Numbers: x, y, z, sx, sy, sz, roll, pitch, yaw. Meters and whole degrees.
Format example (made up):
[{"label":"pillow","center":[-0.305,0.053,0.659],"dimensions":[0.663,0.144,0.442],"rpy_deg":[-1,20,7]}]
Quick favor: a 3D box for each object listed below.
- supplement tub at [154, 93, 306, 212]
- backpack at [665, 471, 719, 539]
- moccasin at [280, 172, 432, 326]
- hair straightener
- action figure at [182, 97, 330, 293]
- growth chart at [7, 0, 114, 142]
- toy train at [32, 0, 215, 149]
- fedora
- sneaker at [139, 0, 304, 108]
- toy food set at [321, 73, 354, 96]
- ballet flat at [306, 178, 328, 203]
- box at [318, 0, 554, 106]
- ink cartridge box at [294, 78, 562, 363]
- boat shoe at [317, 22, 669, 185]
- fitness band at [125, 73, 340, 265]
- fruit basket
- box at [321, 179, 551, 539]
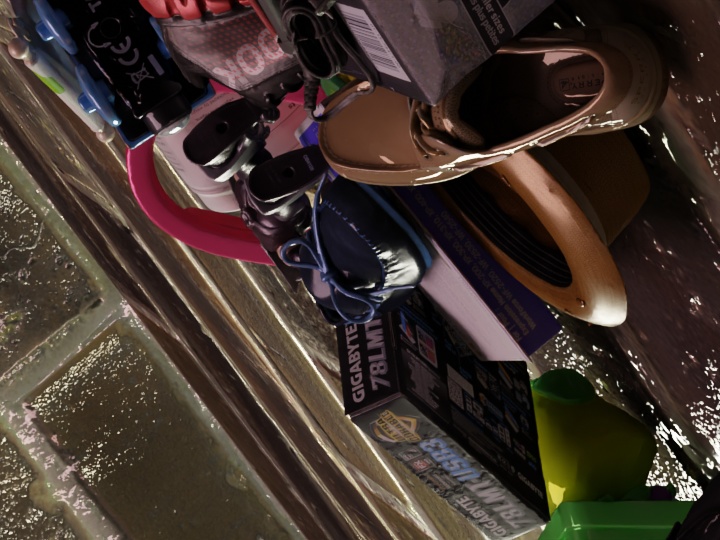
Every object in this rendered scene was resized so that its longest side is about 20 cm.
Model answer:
[{"label":"supplement tub","center":[-0.113,-0.156,1.751],"dimensions":[0.200,0.132,0.132],"rpy_deg":[55,168,-26]},{"label":"backpack","center":[0.247,0.130,1.293],"dimensions":[0.154,0.163,0.200],"rpy_deg":[37,159,17]},{"label":"moccasin","center":[0.000,0.000,1.472],"dimensions":[0.080,0.068,0.200],"rpy_deg":[49,173,17]},{"label":"hair straightener","center":[-0.041,-0.130,1.186],"dimensions":[0.077,0.041,0.200],"rpy_deg":[39,165,38]},{"label":"action figure","center":[-0.053,-0.053,1.571],"dimensions":[0.130,0.069,0.200],"rpy_deg":[49,177,10]},{"label":"growth chart","center":[-0.219,-0.171,1.676],"dimensions":[0.145,0.018,0.200],"rpy_deg":[49,-170,-48]},{"label":"toy train","center":[-0.170,-0.173,1.602],"dimensions":[0.200,0.087,0.114],"rpy_deg":[56,-179,-2]},{"label":"fedora","center":[0.098,-0.060,1.368],"dimensions":[0.201,0.082,0.201],"rpy_deg":[47,169,12]},{"label":"sneaker","center":[-0.034,-0.144,1.442],"dimensions":[0.200,0.071,0.098],"rpy_deg":[-1,118,29]},{"label":"toy food set","center":[0.057,-0.074,1.574],"dimensions":[0.200,0.049,0.198],"rpy_deg":[50,169,-6]},{"label":"ballet flat","center":[-0.075,-0.128,1.917],"dimensions":[0.065,0.071,0.200],"rpy_deg":[-18,118,49]},{"label":"box","center":[-0.001,-0.199,1.205],"dimensions":[0.200,0.115,0.132],"rpy_deg":[54,167,-27]},{"label":"ink cartridge box","center":[0.042,-0.028,1.516],"dimensions":[0.198,0.043,0.200],"rpy_deg":[51,175,-2]},{"label":"boat shoe","center":[0.053,-0.086,1.243],"dimensions":[0.200,0.064,0.071],"rpy_deg":[-14,88,34]},{"label":"fitness band","center":[-0.062,-0.074,1.702],"dimensions":[0.037,0.200,0.144],"rpy_deg":[-95,17,-59]},{"label":"fruit basket","center":[0.188,0.168,1.749],"dimensions":[0.216,0.155,0.216],"rpy_deg":[-179,90,-89]},{"label":"box","center":[0.051,0.055,1.671],"dimensions":[0.200,0.050,0.199],"rpy_deg":[42,-149,-44]}]
